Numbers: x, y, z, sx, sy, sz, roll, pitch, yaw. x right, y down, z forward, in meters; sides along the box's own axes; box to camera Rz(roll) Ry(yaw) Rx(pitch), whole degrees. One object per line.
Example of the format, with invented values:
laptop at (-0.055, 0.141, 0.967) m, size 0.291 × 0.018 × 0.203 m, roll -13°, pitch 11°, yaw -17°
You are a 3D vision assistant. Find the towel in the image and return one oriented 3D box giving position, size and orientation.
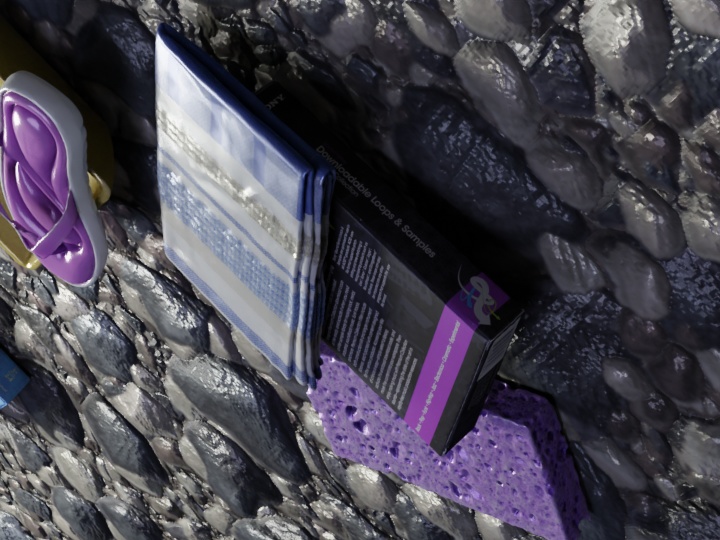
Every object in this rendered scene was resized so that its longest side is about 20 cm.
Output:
towel at (-0.069, -0.034, 1.128) m, size 0.147 × 0.024 × 0.201 m, roll 42°, pitch 150°, yaw 27°

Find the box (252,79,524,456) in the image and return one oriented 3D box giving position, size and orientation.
box at (0.000, 0.000, 1.123) m, size 0.200 × 0.036 × 0.143 m, roll 43°, pitch 152°, yaw 15°

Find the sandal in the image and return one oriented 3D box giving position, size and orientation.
sandal at (-0.208, -0.049, 1.226) m, size 0.082 × 0.050 × 0.203 m, roll 31°, pitch 150°, yaw 19°

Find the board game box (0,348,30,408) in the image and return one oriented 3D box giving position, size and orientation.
board game box at (-0.389, 0.050, 1.700) m, size 0.200 × 0.037 × 0.151 m, roll 46°, pitch 151°, yaw -9°

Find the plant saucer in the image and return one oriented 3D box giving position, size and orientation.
plant saucer at (-0.251, -0.108, 1.301) m, size 0.200 × 0.048 × 0.200 m, roll 46°, pitch 152°, yaw -7°

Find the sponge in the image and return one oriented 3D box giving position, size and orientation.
sponge at (0.047, 0.100, 1.232) m, size 0.199 × 0.030 × 0.112 m, roll 18°, pitch 143°, yaw 38°
